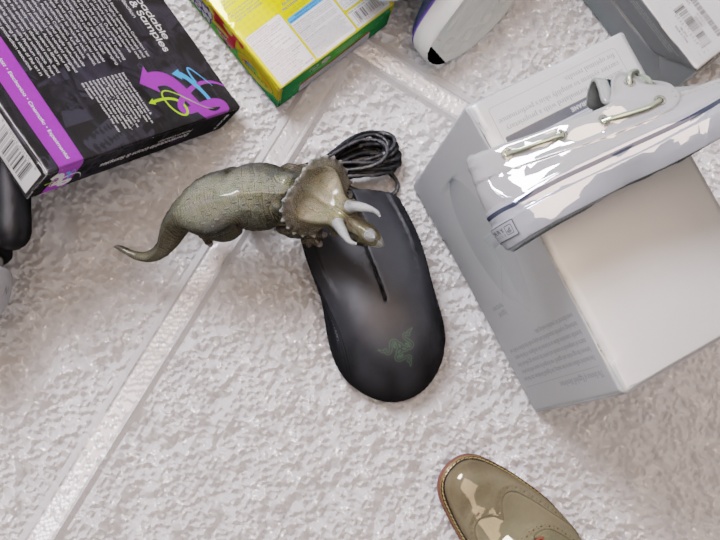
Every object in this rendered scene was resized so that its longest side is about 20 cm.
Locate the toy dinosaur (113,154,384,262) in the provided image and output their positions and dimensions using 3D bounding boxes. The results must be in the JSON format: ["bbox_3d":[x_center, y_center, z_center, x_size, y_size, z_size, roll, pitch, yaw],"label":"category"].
[{"bbox_3d":[-0.078,-0.047,0.798,0.198,0.102,0.078,0,81,8],"label":"toy dinosaur"}]

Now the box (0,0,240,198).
[{"bbox_3d":[-0.190,-0.141,0.808,0.143,0.036,0.200,55,39,4],"label":"box"}]

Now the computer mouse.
[{"bbox_3d":[0.000,0.000,0.857,0.138,0.053,0.201,-22,84,-11],"label":"computer mouse"}]

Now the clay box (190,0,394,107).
[{"bbox_3d":[-0.081,-0.240,0.890,0.115,0.048,0.200,-38,86,-12],"label":"clay box"}]

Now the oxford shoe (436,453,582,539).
[{"bbox_3d":[0.137,0.207,0.827,0.200,0.075,0.070,44,79,2],"label":"oxford shoe"}]

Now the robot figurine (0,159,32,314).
[{"bbox_3d":[-0.301,-0.047,0.789,0.124,0.150,0.202,-1,79,-31],"label":"robot figurine"}]

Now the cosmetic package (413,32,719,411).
[{"bbox_3d":[0.149,-0.021,0.804,0.122,0.199,0.201,-26,85,-11],"label":"cosmetic package"}]

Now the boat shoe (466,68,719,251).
[{"bbox_3d":[0.155,-0.085,0.675,0.199,0.074,0.067,-28,87,-10],"label":"boat shoe"}]

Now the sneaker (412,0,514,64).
[{"bbox_3d":[0.067,-0.276,0.912,0.146,0.081,0.201,38,95,22],"label":"sneaker"}]

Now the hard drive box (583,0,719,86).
[{"bbox_3d":[0.277,-0.260,0.924,0.200,0.077,0.156,-36,87,-11],"label":"hard drive box"}]
